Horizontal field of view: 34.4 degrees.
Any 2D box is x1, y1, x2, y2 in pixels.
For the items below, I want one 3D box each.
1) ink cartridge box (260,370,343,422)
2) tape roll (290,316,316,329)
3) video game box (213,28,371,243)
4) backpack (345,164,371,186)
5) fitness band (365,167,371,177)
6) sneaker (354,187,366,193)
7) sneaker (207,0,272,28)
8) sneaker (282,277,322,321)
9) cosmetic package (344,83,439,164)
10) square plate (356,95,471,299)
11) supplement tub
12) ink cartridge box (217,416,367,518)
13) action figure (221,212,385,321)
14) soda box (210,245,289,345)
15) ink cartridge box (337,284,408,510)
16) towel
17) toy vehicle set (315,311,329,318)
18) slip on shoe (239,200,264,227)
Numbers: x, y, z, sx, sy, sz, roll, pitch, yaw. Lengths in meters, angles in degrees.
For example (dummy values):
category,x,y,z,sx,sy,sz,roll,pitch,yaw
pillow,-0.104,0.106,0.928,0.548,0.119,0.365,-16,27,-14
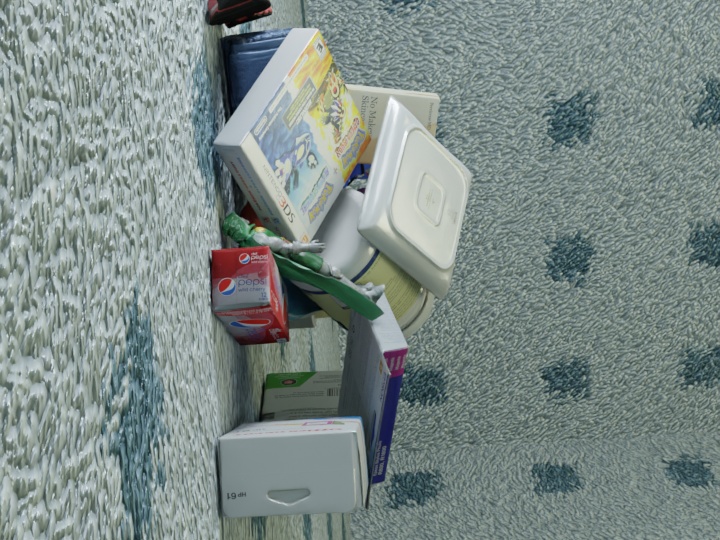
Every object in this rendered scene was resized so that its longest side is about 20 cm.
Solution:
category,x,y,z,sx,sy,sz,roll,pitch,yaw
ink cartridge box,-0.060,0.220,1.572,0.200,0.146,0.084,-90,178,-64
tape roll,-0.109,-0.008,1.827,0.200,0.066,0.201,-4,90,-88
video game box,-0.074,-0.152,1.379,0.200,0.047,0.182,-61,143,-30
backpack,-0.052,-0.221,2.015,0.163,0.200,0.168,86,1,-49
fitness band,0.063,-0.077,1.621,0.144,0.037,0.200,63,-5,-22
sneaker,-0.069,-0.074,1.666,0.080,0.200,0.089,29,36,-59
sneaker,-0.150,-0.332,1.347,0.200,0.074,0.087,-112,-176,-82
sneaker,-0.108,0.037,1.547,0.200,0.081,0.077,15,58,-67
cosmetic package,0.003,-0.198,1.579,0.071,0.200,0.105,-94,-172,-76
square plate,0.080,-0.092,1.493,0.198,0.028,0.200,38,57,-42
supplement tub,0.000,0.000,1.532,0.200,0.145,0.145,46,33,-47
ink cartridge box,-0.067,0.207,1.249,0.200,0.144,0.085,58,28,-88
action figure,-0.070,-0.011,1.334,0.055,0.200,0.118,-65,-160,-8
soda box,-0.120,0.031,1.294,0.200,0.063,0.070,83,3,-76
ink cartridge box,0.017,0.149,1.401,0.200,0.043,0.197,-113,-153,-58
towel,-0.107,-0.195,1.441,0.049,0.112,0.200,-149,-129,-65
toy vehicle set,-0.064,-0.036,1.854,0.200,0.026,0.124,-92,178,-49
slip on shoe,-0.127,-0.055,1.468,0.061,0.074,0.200,43,32,-26
